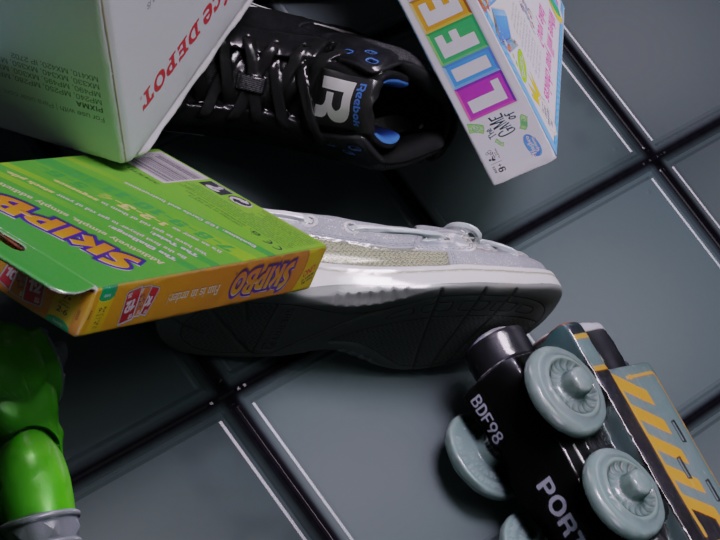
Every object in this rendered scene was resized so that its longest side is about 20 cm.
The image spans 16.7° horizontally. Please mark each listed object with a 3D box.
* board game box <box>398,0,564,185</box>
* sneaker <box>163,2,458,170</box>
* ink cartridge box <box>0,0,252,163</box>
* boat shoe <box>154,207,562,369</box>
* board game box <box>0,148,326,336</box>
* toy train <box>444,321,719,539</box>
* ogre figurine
[{"bbox_3d":[0.055,-0.143,1.192,0.135,0.034,0.200,61,17,-20],"label":"board game box"},{"bbox_3d":[-0.043,-0.090,1.115,0.199,0.112,0.073,5,100,-32],"label":"sneaker"},{"bbox_3d":[-0.108,-0.168,1.005,0.082,0.201,0.146,16,48,17],"label":"ink cartridge box"},{"bbox_3d":[-0.001,0.001,1.117,0.201,0.075,0.065,0,58,-24],"label":"boat shoe"},{"bbox_3d":[-0.100,-0.014,0.976,0.095,0.030,0.200,30,15,21],"label":"board game box"},{"bbox_3d":[0.120,0.111,1.119,0.114,0.085,0.201,-7,61,-50],"label":"toy train"},{"bbox_3d":[-0.183,0.057,0.939,0.199,0.098,0.120,14,62,-8],"label":"ogre figurine"}]
